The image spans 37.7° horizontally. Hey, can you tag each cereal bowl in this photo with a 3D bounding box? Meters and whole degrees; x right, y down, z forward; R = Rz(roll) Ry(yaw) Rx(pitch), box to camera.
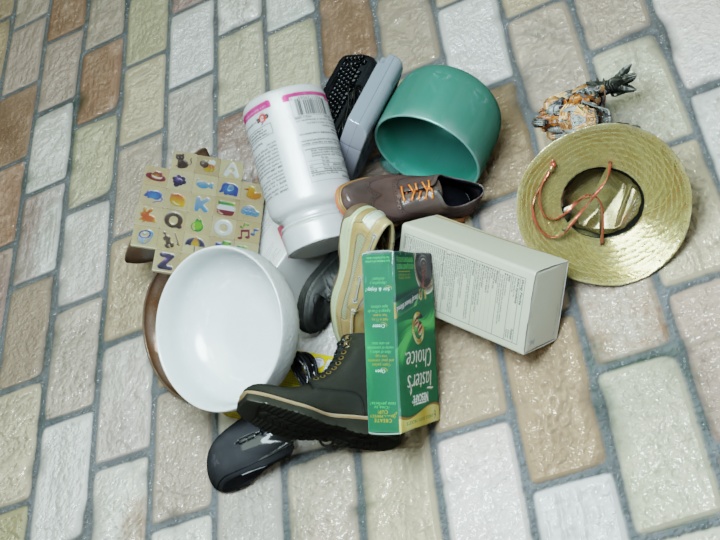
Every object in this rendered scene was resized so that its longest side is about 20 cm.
[{"bbox_3d":[-0.153,0.071,1.298,0.198,0.083,0.203,-1,87,30],"label":"cereal bowl"}]

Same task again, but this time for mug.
[{"bbox_3d":[0.096,-0.198,1.400,0.184,0.152,0.115,11,61,34],"label":"mug"}]

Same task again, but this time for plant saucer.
[{"bbox_3d":[-0.269,-0.085,1.534,0.037,0.200,0.201,35,77,-1],"label":"plant saucer"},{"bbox_3d":[-0.217,0.075,1.422,0.199,0.036,0.203,2,93,38],"label":"plant saucer"}]

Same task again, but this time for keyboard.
[{"bbox_3d":[-0.036,-0.254,1.593,0.103,0.040,0.201,10,65,35],"label":"keyboard"}]

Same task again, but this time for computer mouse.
[{"bbox_3d":[-0.128,0.180,1.308,0.199,0.046,0.142,-28,61,21],"label":"computer mouse"}]

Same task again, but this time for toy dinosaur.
[{"bbox_3d":[0.269,-0.197,1.305,0.134,0.103,0.200,-10,30,-8],"label":"toy dinosaur"}]

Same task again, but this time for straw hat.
[{"bbox_3d":[0.285,-0.084,1.252,0.200,0.203,0.085,-24,6,13],"label":"straw hat"}]

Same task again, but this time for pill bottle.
[{"bbox_3d":[-0.074,-0.125,1.352,0.112,0.113,0.202,-19,80,18],"label":"pill bottle"}]

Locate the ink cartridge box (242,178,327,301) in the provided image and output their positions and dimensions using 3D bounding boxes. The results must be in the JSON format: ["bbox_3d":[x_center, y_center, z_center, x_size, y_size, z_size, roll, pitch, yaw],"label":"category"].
[{"bbox_3d":[-0.150,-0.035,1.477,0.199,0.085,0.146,25,73,37],"label":"ink cartridge box"}]

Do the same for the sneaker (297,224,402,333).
[{"bbox_3d":[0.001,0.002,1.378,0.104,0.060,0.201,12,62,40],"label":"sneaker"}]

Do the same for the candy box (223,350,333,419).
[{"bbox_3d":[-0.082,0.153,1.344,0.198,0.026,0.103,7,67,34],"label":"candy box"}]

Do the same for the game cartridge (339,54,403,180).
[{"bbox_3d":[0.005,-0.192,1.438,0.041,0.200,0.134,22,70,1],"label":"game cartridge"}]

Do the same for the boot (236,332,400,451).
[{"bbox_3d":[-0.046,0.126,1.243,0.077,0.198,0.140,-38,42,50],"label":"boot"}]

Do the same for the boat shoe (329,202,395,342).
[{"bbox_3d":[0.010,0.023,1.281,0.071,0.202,0.076,-22,35,-36],"label":"boat shoe"}]

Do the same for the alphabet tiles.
[{"bbox_3d":[-0.213,-0.074,1.402,0.165,0.006,0.202,8,55,-8],"label":"alphabet tiles"}]

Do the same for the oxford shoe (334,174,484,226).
[{"bbox_3d":[0.063,-0.097,1.323,0.072,0.198,0.072,-38,61,56],"label":"oxford shoe"}]

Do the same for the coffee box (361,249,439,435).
[{"bbox_3d":[0.048,0.080,1.203,0.044,0.123,0.202,-3,88,25],"label":"coffee box"}]

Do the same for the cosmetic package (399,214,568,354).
[{"bbox_3d":[0.139,0.012,1.253,0.199,0.073,0.105,23,117,37],"label":"cosmetic package"}]
